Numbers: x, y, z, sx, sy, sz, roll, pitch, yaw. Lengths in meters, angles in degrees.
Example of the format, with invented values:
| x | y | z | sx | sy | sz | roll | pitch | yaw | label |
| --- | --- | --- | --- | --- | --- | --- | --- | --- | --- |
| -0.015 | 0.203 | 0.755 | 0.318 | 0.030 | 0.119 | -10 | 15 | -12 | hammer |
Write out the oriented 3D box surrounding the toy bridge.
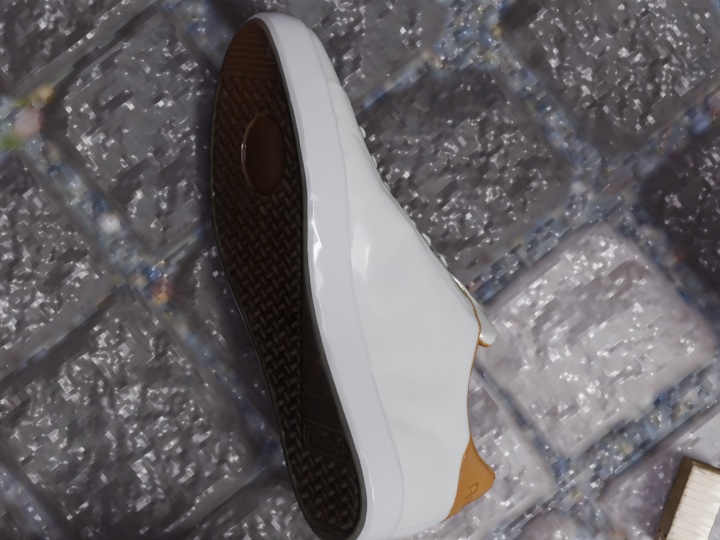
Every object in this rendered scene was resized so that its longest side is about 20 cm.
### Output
| x | y | z | sx | sy | sz | roll | pitch | yaw | label |
| --- | --- | --- | --- | --- | --- | --- | --- | --- | --- |
| 0.208 | 0.138 | 0.846 | 0.199 | 0.027 | 0.067 | 21 | 91 | -5 | toy bridge |

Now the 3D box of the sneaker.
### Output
| x | y | z | sx | sy | sz | roll | pitch | yaw | label |
| --- | --- | --- | --- | --- | --- | --- | --- | --- | --- |
| 0.000 | 0.000 | 0.819 | 0.084 | 0.073 | 0.201 | -9 | 85 | -35 | sneaker |
